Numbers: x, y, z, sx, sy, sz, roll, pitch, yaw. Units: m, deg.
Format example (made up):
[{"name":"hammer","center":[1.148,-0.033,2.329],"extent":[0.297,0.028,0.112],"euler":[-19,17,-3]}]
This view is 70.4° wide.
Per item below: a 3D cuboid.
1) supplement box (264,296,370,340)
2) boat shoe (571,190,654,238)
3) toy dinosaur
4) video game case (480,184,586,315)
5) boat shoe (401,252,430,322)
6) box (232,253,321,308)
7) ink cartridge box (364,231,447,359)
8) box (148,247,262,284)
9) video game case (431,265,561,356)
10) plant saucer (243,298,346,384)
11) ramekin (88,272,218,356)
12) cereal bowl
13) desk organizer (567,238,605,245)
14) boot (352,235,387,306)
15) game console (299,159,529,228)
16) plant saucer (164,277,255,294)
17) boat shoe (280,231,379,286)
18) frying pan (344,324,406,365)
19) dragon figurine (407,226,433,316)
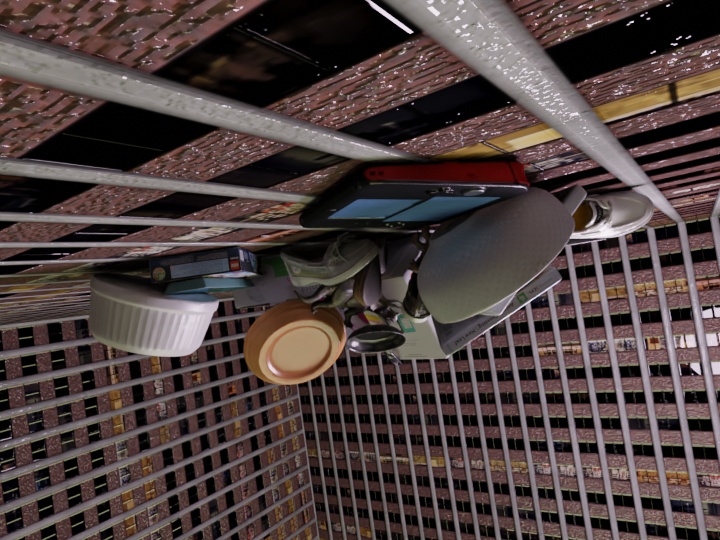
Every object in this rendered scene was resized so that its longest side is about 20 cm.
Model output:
[{"name":"supplement box","center":[-0.089,0.110,1.060],"extent":[0.198,0.102,0.103],"euler":[-9,178,-17]},{"name":"boat shoe","center":[0.356,-0.084,0.784],"extent":[0.198,0.072,0.070],"euler":[-4,-178,4]},{"name":"toy dinosaur","center":[-0.026,0.042,0.901],"extent":[0.199,0.077,0.102],"euler":[26,121,-29]},{"name":"video game case","center":[0.206,-0.022,0.718],"extent":[0.200,0.023,0.182],"euler":[-51,-174,-9]},{"name":"boat shoe","center":[0.130,-0.003,0.892],"extent":[0.071,0.202,0.061],"euler":[22,145,8]},{"name":"box","center":[-0.131,0.017,1.037],"extent":[0.198,0.098,0.176],"euler":[-9,177,22]},{"name":"ink cartridge box","center":[0.102,0.054,1.022],"extent":[0.145,0.201,0.147],"euler":[-10,-151,41]},{"name":"box","center":[-0.248,-0.003,0.856],"extent":[0.135,0.038,0.200],"euler":[-9,177,-2]},{"name":"video game case","center":[0.190,0.044,0.761],"extent":[0.181,0.022,0.200],"euler":[-36,-177,8]},{"name":"plant saucer","center":[-0.118,0.144,0.958],"extent":[0.198,0.202,0.038],"euler":[-8,-145,-20]},{"name":"ramekin","center":[-0.340,0.072,0.831],"extent":[0.200,0.095,0.202],"euler":[14,-179,0]},{"name":"cereal bowl","center":[0.143,-0.033,0.605],"extent":[0.200,0.083,0.200],"euler":[-39,-172,7]},{"name":"desk organizer","center":[0.299,-0.070,0.872],"extent":[0.198,0.072,0.077],"euler":[-9,180,6]},{"name":"boot","center":[0.000,0.000,0.858],"extent":[0.075,0.074,0.200],"euler":[0,-155,9]},{"name":"game console","center":[0.046,-0.068,0.511],"extent":[0.175,0.031,0.200],"euler":[-8,177,-23]},{"name":"plant saucer","center":[-0.245,0.025,0.852],"extent":[0.069,0.019,0.200],"euler":[-9,176,9]},{"name":"boat shoe","center":[-0.055,-0.021,0.808],"extent":[0.201,0.065,0.074],"euler":[-8,-151,48]},{"name":"frying pan","center":[0.053,0.137,0.964],"extent":[0.114,0.031,0.189],"euler":[-28,146,36]},{"name":"dragon figurine","center":[0.133,-0.013,0.821],"extent":[0.099,0.201,0.059],"euler":[21,141,-19]}]
